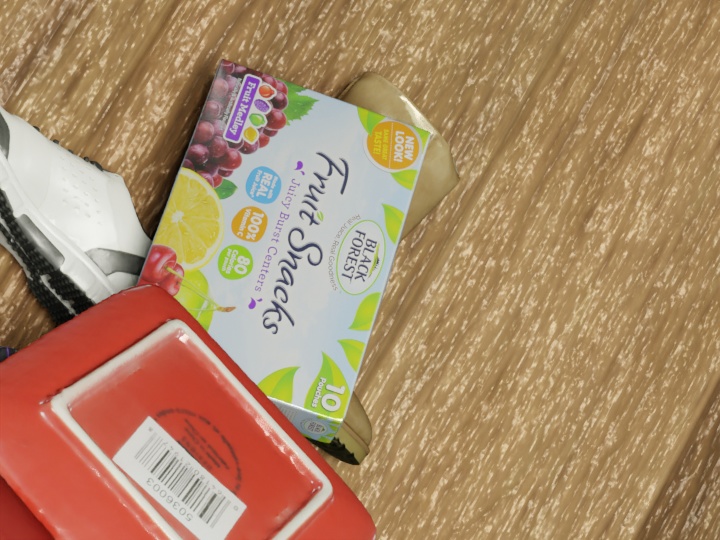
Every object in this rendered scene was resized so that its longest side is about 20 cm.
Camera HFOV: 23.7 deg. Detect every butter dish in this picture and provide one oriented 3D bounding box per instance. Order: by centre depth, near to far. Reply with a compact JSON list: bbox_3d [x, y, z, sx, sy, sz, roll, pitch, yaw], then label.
[{"bbox_3d":[-0.123,0.136,0.904,0.200,0.148,0.199,47,29,4],"label":"butter dish"}]

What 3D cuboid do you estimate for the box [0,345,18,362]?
[{"bbox_3d":[-0.248,0.144,0.940,0.106,0.121,0.202,58,47,-57],"label":"box"}]

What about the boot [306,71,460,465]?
[{"bbox_3d":[0.000,0.000,1.121,0.200,0.066,0.175,-48,109,-17],"label":"boot"}]

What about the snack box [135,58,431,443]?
[{"bbox_3d":[-0.051,-0.013,1.036,0.141,0.053,0.202,19,65,-4],"label":"snack box"}]

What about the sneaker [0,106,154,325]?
[{"bbox_3d":[-0.193,-0.049,1.037,0.080,0.073,0.201,-49,114,-31],"label":"sneaker"}]
